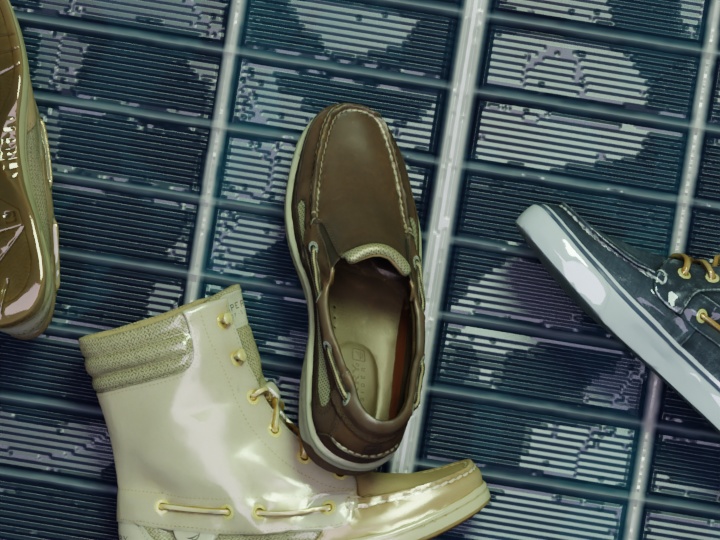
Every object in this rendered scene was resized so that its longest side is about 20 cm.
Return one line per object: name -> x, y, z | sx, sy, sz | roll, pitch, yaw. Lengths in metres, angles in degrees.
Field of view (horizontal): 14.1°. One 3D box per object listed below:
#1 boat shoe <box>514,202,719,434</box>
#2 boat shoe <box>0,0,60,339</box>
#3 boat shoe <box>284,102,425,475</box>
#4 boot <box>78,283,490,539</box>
boat shoe -> 0.178, 0.014, 1.545 | 0.200, 0.071, 0.091 | 43, 90, -8
boat shoe -> -0.200, -0.061, 1.545 | 0.071, 0.065, 0.201 | -10, 76, 7
boat shoe -> 0.006, 0.000, 1.509 | 0.074, 0.075, 0.203 | 2, 69, -18
boot -> -0.041, 0.082, 1.545 | 0.199, 0.073, 0.156 | -12, 90, 3
